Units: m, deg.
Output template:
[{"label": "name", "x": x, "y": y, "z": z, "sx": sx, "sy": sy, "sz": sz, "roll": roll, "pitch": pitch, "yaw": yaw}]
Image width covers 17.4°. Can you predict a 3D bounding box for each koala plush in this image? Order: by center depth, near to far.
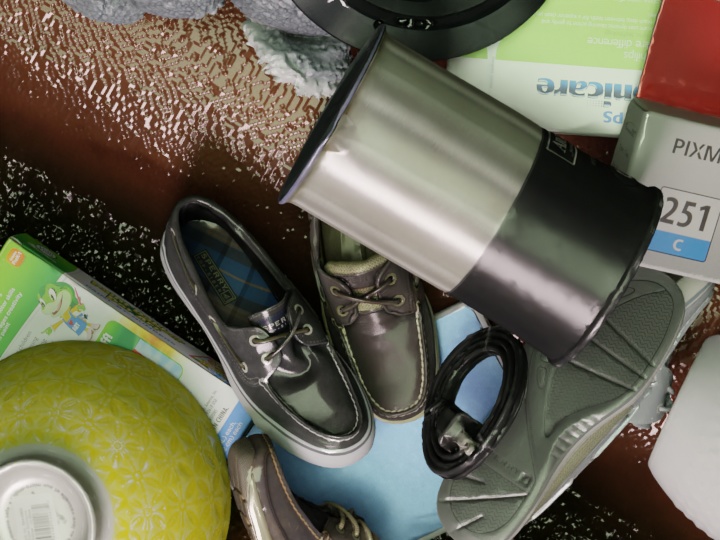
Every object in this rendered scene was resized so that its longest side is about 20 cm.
[{"label": "koala plush", "x": -0.073, "y": -0.203, "z": 1.439, "sx": 0.200, "sy": 0.184, "sz": 0.178, "roll": 24, "pitch": 97, "yaw": -9}]

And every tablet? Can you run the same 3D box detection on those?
[{"label": "tablet", "x": 0.014, "y": 0.117, "z": 1.527, "sx": 0.200, "sy": 0.014, "sz": 0.130, "roll": -26, "pitch": 92, "yaw": 8}]

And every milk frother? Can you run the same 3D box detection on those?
[{"label": "milk frother", "x": 0.037, "y": -0.004, "z": 1.348, "sx": 0.188, "sy": 0.180, "sz": 0.200, "roll": 30, "pitch": 85, "yaw": -6}]

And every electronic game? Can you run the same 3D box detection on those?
[{"label": "electronic game", "x": 0.035, "y": -0.223, "z": 1.381, "sx": 0.199, "sy": 0.042, "sz": 0.201, "roll": -1, "pitch": 96, "yaw": -10}]

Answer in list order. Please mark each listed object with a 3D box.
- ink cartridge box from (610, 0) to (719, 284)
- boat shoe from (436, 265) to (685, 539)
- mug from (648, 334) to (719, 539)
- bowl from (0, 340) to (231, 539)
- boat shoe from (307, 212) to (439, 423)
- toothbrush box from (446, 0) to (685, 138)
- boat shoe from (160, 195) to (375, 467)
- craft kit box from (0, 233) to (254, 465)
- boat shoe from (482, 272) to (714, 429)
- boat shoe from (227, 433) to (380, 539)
[{"label": "ink cartridge box", "x": 0.256, "y": -0.074, "z": 1.404, "sx": 0.199, "sy": 0.045, "sz": 0.177, "roll": 12, "pitch": 105, "yaw": -10}, {"label": "boat shoe", "x": 0.123, "y": 0.084, "z": 1.424, "sx": 0.074, "sy": 0.065, "sz": 0.202, "roll": 35, "pitch": 91, "yaw": 17}, {"label": "mug", "x": 0.284, "y": 0.096, "z": 1.447, "sx": 0.175, "sy": 0.148, "sz": 0.200, "roll": 25, "pitch": 67, "yaw": 10}, {"label": "bowl", "x": -0.188, "y": 0.148, "z": 1.452, "sx": 0.199, "sy": 0.108, "sz": 0.201, "roll": 1, "pitch": 95, "yaw": 9}, {"label": "boat shoe", "x": 0.000, "y": 0.000, "z": 1.485, "sx": 0.073, "sy": 0.065, "sz": 0.201, "roll": -16, "pitch": 87, "yaw": 8}, {"label": "toothbrush box", "x": 0.131, "y": -0.185, "z": 1.453, "sx": 0.145, "sy": 0.086, "sz": 0.201, "roll": 4, "pitch": 95, "yaw": 5}, {"label": "boat shoe", "x": -0.058, "y": 0.033, "z": 1.469, "sx": 0.070, "sy": 0.066, "sz": 0.200, "roll": -28, "pitch": 68, "yaw": -16}, {"label": "craft kit box", "x": -0.192, "y": 0.112, "z": 1.525, "sx": 0.197, "sy": 0.049, "sz": 0.200, "roll": 34, "pitch": 99, "yaw": 2}, {"label": "boat shoe", "x": 0.157, "y": 0.072, "z": 1.485, "sx": 0.201, "sy": 0.070, "sz": 0.072, "roll": -44, "pitch": 104, "yaw": 3}, {"label": "boat shoe", "x": -0.026, "y": 0.177, "z": 1.489, "sx": 0.073, "sy": 0.075, "sz": 0.200, "roll": -25, "pitch": 123, "yaw": -5}]
